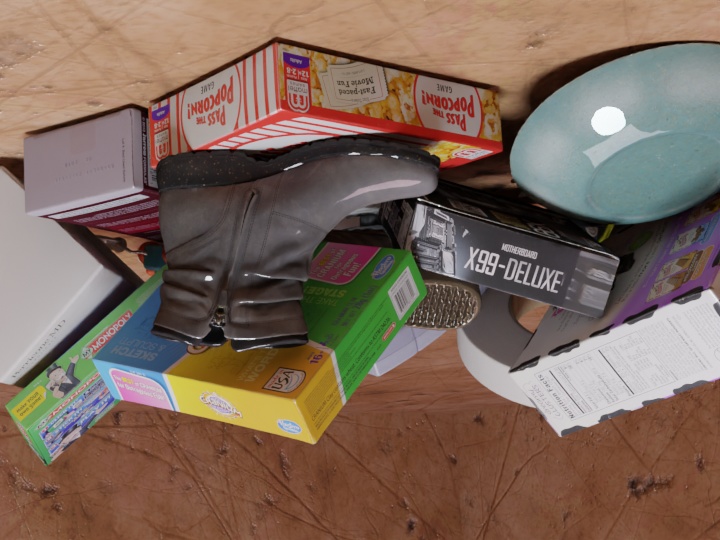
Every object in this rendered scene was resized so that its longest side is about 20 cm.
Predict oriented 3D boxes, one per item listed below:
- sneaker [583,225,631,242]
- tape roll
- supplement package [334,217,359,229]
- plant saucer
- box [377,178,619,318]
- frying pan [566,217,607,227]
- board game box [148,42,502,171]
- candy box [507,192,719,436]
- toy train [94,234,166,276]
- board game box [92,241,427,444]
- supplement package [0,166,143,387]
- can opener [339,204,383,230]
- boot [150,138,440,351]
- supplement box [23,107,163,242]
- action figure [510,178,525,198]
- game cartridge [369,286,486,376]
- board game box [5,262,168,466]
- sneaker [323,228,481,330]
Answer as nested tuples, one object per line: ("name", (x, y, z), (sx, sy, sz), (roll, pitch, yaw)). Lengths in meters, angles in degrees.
("sneaker", (0.268, -0.041, 1.332), (0.076, 0.076, 0.199), (-23, -171, -27))
("tape roll", (0.182, 0.044, 1.223), (0.200, 0.037, 0.204), (-4, -145, 3))
("supplement package", (-0.022, 0.024, 1.419), (0.118, 0.123, 0.200), (-9, 169, -2))
("plant saucer", (0.206, -0.080, 0.993), (0.198, 0.039, 0.202), (-7, 149, -4))
("box", (0.099, -0.026, 1.093), (0.156, 0.050, 0.200), (15, -170, -6))
("frying pan", (0.182, -0.042, 1.287), (0.114, 0.031, 0.189), (-6, -169, -42))
("board game box", (-0.024, -0.099, 0.974), (0.198, 0.047, 0.151), (5, 166, -40))
("candy box", (0.228, 0.022, 1.061), (0.199, 0.072, 0.168), (-30, -164, 46))
("toy train", (-0.179, 0.005, 1.364), (0.148, 0.056, 0.200), (4, 177, 17))
("board game box", (-0.073, 0.040, 1.005), (0.198, 0.153, 0.041), (6, 134, 38))
("supplement package", (-0.263, 0.019, 1.158), (0.121, 0.120, 0.200), (-48, 169, -3))
("can opener", (-0.051, -0.038, 1.264), (0.198, 0.068, 0.052), (-3, 170, 27))
("boot", (-0.040, -0.012, 0.934), (0.197, 0.134, 0.070), (-5, 168, 7))
("supplement box", (-0.148, -0.065, 1.074), (0.108, 0.062, 0.199), (-10, 168, 30))
("action figure", (0.196, -0.079, 1.119), (0.129, 0.070, 0.199), (-1, 168, 30))
("game cartridge", (0.038, 0.012, 1.241), (0.132, 0.041, 0.200), (17, -134, 37))
("board game box", (-0.195, 0.068, 1.147), (0.200, 0.029, 0.135), (-42, 168, -18))
("sneaker", (0.000, 0.000, 1.150), (0.197, 0.071, 0.076), (14, -149, -12))
